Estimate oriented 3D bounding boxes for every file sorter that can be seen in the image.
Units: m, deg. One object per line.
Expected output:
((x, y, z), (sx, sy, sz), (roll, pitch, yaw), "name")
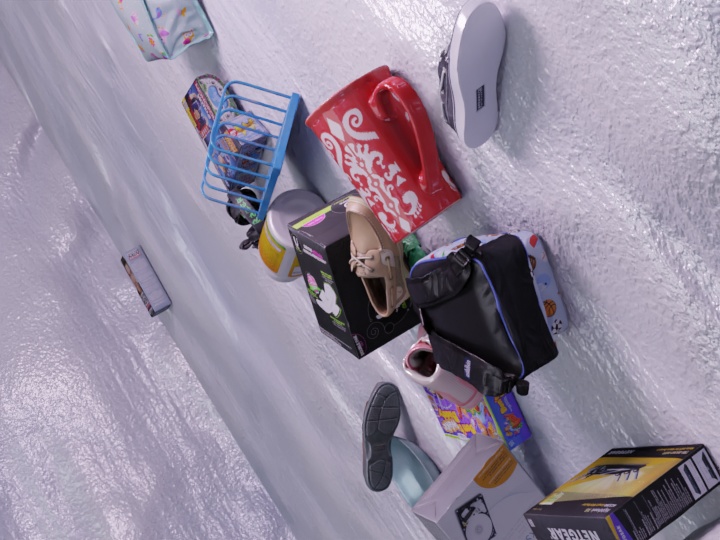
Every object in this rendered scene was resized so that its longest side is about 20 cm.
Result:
((-0.186, -0.198, 1.780), (0.200, 0.121, 0.140), (123, 161, -66), "file sorter")

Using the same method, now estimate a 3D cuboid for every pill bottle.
((-0.121, -0.052, 1.908), (0.112, 0.110, 0.200), (56, 158, 12), "pill bottle")

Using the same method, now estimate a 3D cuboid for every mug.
((0.035, -0.147, 1.404), (0.201, 0.133, 0.178), (57, 180, 0), "mug")

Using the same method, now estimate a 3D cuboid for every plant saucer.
((0.112, 0.386, 2.018), (0.201, 0.038, 0.202), (48, 155, 32), "plant saucer")

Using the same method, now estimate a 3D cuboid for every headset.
((-0.213, -0.088, 2.084), (0.124, 0.094, 0.200), (50, 178, 9), "headset")

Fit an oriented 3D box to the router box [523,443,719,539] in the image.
((0.305, 0.269, 1.281), (0.053, 0.156, 0.200), (60, 158, 0), "router box")

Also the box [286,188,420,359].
((0.000, 0.000, 1.648), (0.124, 0.148, 0.202), (30, 143, 53), "box")

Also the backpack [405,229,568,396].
((0.152, 0.038, 1.352), (0.190, 0.153, 0.202), (-3, 108, 55), "backpack")

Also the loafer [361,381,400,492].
((0.027, 0.298, 1.980), (0.063, 0.071, 0.203), (-164, 79, -67), "loafer")

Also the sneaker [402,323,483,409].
((0.104, 0.110, 1.554), (0.104, 0.076, 0.201), (27, -159, -28), "sneaker")

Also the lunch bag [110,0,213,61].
((-0.368, -0.484, 1.930), (0.170, 0.121, 0.201), (16, 136, 62), "lunch bag")

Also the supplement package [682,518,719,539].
((0.404, 0.365, 1.181), (0.151, 0.151, 0.200), (54, 158, 15), "supplement package")

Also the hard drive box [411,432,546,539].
((0.195, 0.366, 1.585), (0.200, 0.156, 0.077), (50, 161, -21), "hard drive box")

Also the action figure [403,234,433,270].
((0.124, 0.024, 1.528), (0.200, 0.054, 0.119), (49, 158, 20), "action figure")

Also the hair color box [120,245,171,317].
((-0.647, 0.034, 3.267), (0.202, 0.060, 0.099), (61, 159, 3), "hair color box")

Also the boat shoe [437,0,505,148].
((0.117, -0.229, 1.223), (0.068, 0.071, 0.201), (45, 160, 32), "boat shoe")

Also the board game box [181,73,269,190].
((-0.241, -0.261, 1.992), (0.202, 0.061, 0.200), (62, 158, -2), "board game box")

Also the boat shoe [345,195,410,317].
((0.021, -0.016, 1.519), (0.071, 0.065, 0.201), (17, 145, 41), "boat shoe")

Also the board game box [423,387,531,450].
((0.166, 0.194, 1.654), (0.136, 0.044, 0.200), (65, 158, -9), "board game box")
